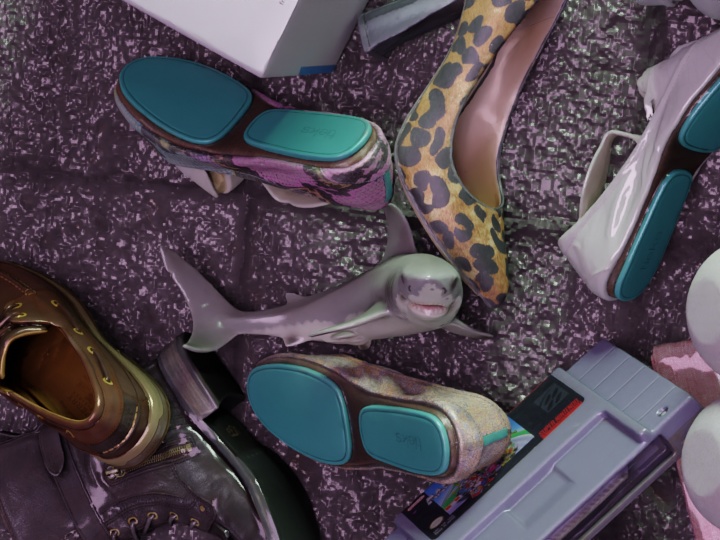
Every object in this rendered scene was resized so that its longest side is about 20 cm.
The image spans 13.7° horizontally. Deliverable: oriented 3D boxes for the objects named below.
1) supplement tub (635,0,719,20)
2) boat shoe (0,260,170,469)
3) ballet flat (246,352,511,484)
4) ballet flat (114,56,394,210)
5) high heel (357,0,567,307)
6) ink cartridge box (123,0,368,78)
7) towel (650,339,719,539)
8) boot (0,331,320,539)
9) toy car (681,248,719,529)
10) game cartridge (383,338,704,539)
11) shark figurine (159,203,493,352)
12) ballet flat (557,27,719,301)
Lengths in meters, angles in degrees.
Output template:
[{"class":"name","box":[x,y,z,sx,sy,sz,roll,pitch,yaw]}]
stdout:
[{"class":"supplement tub","box":[0.251,-0.213,1.663,0.200,0.145,0.145,-1,94,16]},{"class":"boat shoe","box":[-0.199,0.046,1.824,0.200,0.068,0.072,37,94,34]},{"class":"ballet flat","box":[0.015,0.087,1.784,0.200,0.067,0.068,17,116,48]},{"class":"ballet flat","box":[-0.064,-0.073,1.799,0.200,0.069,0.071,17,140,32]},{"class":"high heel","box":[0.090,-0.091,1.753,0.143,0.071,0.200,-23,79,22]},{"class":"ink cartridge box","box":[-0.089,-0.223,1.757,0.200,0.147,0.146,30,102,12]},{"class":"towel","box":[0.281,0.093,1.744,0.200,0.023,0.144,-13,89,15]},{"class":"boot","box":[-0.132,0.152,1.844,0.174,0.069,0.200,-34,74,16]},{"class":"toy car","box":[0.278,0.066,1.630,0.175,0.150,0.200,1,91,-27]},{"class":"game cartridge","box":[0.097,0.127,1.719,0.200,0.130,0.038,-42,118,-5]},{"class":"shark figurine","box":[-0.006,0.004,1.796,0.214,0.128,0.090,-8,78,37]},{"class":"ballet flat","box":[0.176,-0.078,1.742,0.069,0.069,0.200,32,103,11]}]
